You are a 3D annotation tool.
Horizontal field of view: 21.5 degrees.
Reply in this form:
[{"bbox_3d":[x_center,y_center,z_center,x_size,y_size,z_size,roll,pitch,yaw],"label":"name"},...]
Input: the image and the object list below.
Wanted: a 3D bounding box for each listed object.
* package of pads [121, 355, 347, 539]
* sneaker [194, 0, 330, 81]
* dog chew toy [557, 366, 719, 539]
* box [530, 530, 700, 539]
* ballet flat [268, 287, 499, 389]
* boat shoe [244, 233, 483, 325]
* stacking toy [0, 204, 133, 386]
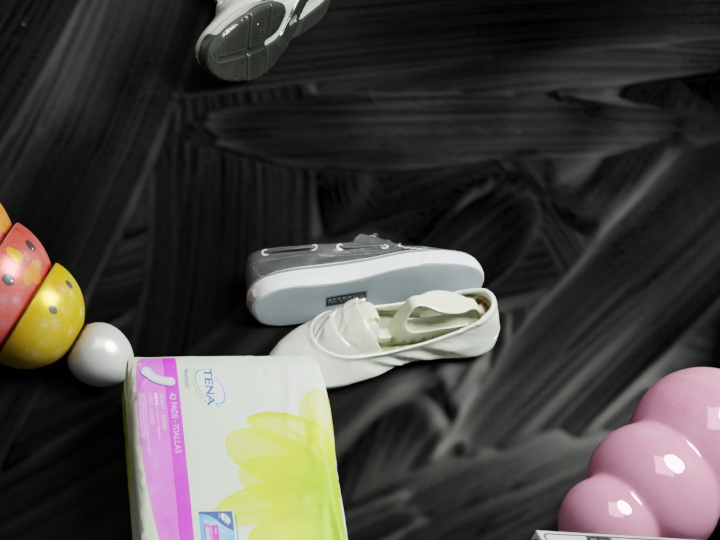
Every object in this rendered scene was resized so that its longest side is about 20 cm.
[{"bbox_3d":[-0.092,0.150,1.394,0.154,0.068,0.200,0,48,-13],"label":"package of pads"},{"bbox_3d":[-0.121,-0.243,1.772,0.115,0.076,0.200,23,37,20],"label":"sneaker"},{"bbox_3d":[0.228,0.159,1.432,0.200,0.125,0.125,-33,61,-27],"label":"dog chew toy"},{"bbox_3d":[0.215,0.245,1.331,0.200,0.060,0.117,8,30,-29],"label":"box"},{"bbox_3d":[0.022,0.046,1.523,0.200,0.069,0.069,-9,50,-21],"label":"ballet flat"},{"bbox_3d":[0.000,0.000,1.566,0.200,0.070,0.066,-9,51,-11],"label":"boat shoe"},{"bbox_3d":[-0.261,0.025,1.454,0.200,0.146,0.146,29,45,-9],"label":"stacking toy"}]
